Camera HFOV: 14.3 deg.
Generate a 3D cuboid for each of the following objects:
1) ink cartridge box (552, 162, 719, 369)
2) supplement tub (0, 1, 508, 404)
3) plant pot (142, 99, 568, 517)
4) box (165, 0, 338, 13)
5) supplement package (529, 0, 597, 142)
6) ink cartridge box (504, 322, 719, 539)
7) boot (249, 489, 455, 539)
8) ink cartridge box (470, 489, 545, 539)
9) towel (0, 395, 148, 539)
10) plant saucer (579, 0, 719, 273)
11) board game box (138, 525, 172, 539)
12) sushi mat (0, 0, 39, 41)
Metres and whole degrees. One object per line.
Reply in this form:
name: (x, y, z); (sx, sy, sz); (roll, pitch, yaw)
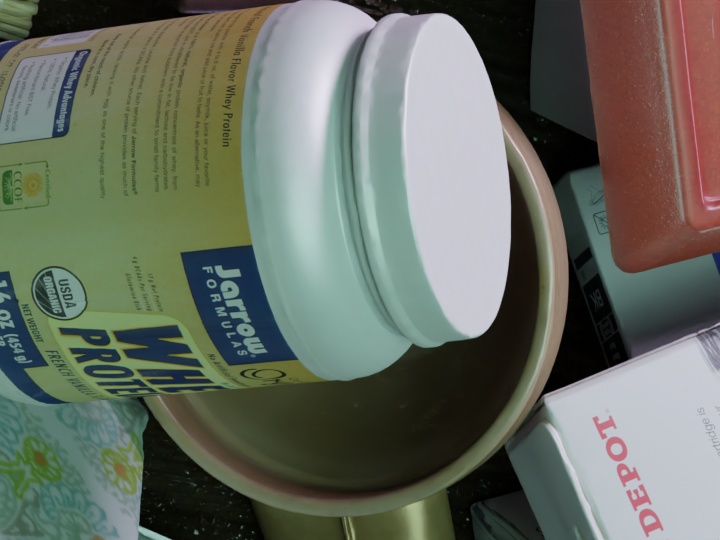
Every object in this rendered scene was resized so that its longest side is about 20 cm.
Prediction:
ink cartridge box: (0.164, 0.040, 1.301); (0.099, 0.039, 0.201); (-14, 78, -16)
supplement tub: (-0.054, -0.026, 1.112); (0.199, 0.144, 0.145); (-6, 111, 21)
plant pot: (0.000, 0.000, 1.227); (0.200, 0.093, 0.202); (1, 93, 20)
box: (-0.053, -0.211, 1.167); (0.075, 0.100, 0.201); (-5, 106, -17)
supplement package: (0.189, -0.119, 1.269); (0.199, 0.121, 0.120); (-3, 105, -19)
ink cartridge box: (0.180, 0.094, 1.225); (0.199, 0.083, 0.146); (-21, 80, -16)
boot: (0.043, 0.170, 1.274); (0.174, 0.066, 0.201); (-6, 104, 24)
ink cartridge box: (0.141, 0.194, 1.361); (0.145, 0.085, 0.201); (-14, 111, -16)
towel: (-0.160, 0.067, 1.157); (0.048, 0.200, 0.171); (-35, 116, 20)
plant saucer: (0.190, -0.111, 1.185); (0.199, 0.037, 0.201); (-14, 107, -17)
board game box: (-0.151, 0.150, 1.159); (0.199, 0.200, 0.026); (23, 119, -5)
sushi mat: (-0.213, -0.164, 1.168); (0.199, 0.012, 0.096); (16, 100, -24)
